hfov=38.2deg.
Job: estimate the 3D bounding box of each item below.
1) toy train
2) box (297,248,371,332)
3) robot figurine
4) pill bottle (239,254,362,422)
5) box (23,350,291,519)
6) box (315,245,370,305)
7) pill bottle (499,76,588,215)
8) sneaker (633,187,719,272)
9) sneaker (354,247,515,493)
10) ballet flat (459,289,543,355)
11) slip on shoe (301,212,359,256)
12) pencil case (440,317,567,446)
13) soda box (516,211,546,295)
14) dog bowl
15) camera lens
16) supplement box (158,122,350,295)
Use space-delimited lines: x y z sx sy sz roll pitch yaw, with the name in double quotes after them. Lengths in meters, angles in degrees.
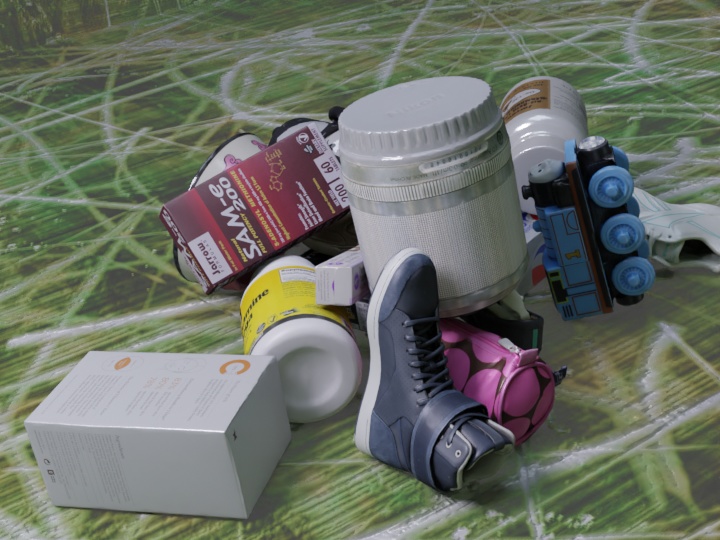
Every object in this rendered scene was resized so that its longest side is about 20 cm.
0.243 -0.044 1.109 0.114 0.200 0.087 -14 25 15 "toy train"
0.025 0.001 1.250 0.198 0.050 0.200 16 35 38 "box"
-0.058 -0.155 1.498 0.125 0.150 0.200 -14 23 -40 "robot figurine"
-0.068 0.061 1.082 0.112 0.113 0.200 -11 26 -5 "pill bottle"
-0.182 0.148 0.961 0.200 0.098 0.124 0 27 18 "box"
0.000 0.000 1.091 0.039 0.041 0.200 1 8 15 "box"
0.222 -0.152 1.272 0.114 0.114 0.200 -3 30 12 "pill bottle"
0.335 -0.047 1.198 0.200 0.070 0.080 8 38 5 "sneaker"
0.071 0.091 0.890 0.077 0.202 0.146 -9 22 -39 "sneaker"
0.119 0.021 1.098 0.073 0.073 0.200 -24 47 -29 "ballet flat"
0.009 -0.051 1.234 0.200 0.061 0.076 15 34 39 "slip on shoe"
0.096 0.089 0.998 0.091 0.094 0.200 -25 30 -31 "pencil case"
0.186 -0.022 1.225 0.068 0.063 0.200 13 33 37 "soda box"
-0.143 -0.064 1.282 0.074 0.200 0.200 25 38 18 "dog bowl"
0.070 -0.066 0.989 0.160 0.200 0.160 -11 26 5 "camera lens"
-0.112 -0.070 1.166 0.200 0.109 0.061 -32 -1 -18 "supplement box"
